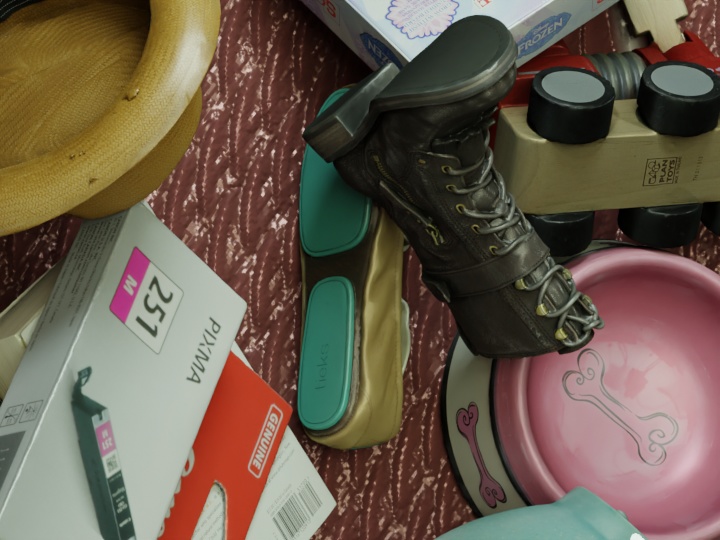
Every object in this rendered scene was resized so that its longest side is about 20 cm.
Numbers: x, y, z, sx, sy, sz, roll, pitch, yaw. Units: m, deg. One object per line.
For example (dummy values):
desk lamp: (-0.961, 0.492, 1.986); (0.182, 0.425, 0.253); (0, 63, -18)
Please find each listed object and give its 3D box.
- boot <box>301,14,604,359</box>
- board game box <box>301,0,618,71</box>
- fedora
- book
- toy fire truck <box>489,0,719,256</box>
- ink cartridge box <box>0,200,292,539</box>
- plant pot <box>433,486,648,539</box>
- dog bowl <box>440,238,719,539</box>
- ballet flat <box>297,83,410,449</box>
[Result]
boot: (0.068, -0.033, 1.435); (0.069, 0.200, 0.174); (-43, 100, -24)
board game box: (0.051, -0.201, 1.549); (0.199, 0.041, 0.200); (-33, 61, -20)
fedora: (-0.144, -0.081, 1.373); (0.201, 0.200, 0.082); (-61, 140, -17)
book: (-0.101, 0.082, 1.449); (0.134, 0.048, 0.201); (-47, 113, -43)
toy fire truck: (0.142, -0.118, 1.587); (0.175, 0.200, 0.129); (-5, 123, -17)
ink cartridge box: (-0.102, 0.096, 1.383); (0.174, 0.043, 0.201); (44, 50, -32)
plant pot: (0.109, 0.198, 1.445); (0.134, 0.200, 0.200); (-44, 95, -7)
dog bowl: (0.150, 0.076, 1.562); (0.199, 0.074, 0.202); (3, 80, -17)
ballet flat: (0.000, 0.000, 1.542); (0.063, 0.068, 0.201); (14, 77, -44)
